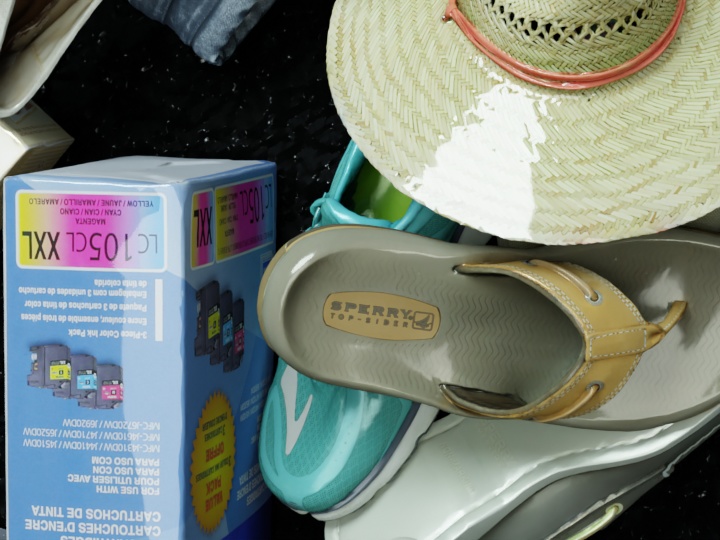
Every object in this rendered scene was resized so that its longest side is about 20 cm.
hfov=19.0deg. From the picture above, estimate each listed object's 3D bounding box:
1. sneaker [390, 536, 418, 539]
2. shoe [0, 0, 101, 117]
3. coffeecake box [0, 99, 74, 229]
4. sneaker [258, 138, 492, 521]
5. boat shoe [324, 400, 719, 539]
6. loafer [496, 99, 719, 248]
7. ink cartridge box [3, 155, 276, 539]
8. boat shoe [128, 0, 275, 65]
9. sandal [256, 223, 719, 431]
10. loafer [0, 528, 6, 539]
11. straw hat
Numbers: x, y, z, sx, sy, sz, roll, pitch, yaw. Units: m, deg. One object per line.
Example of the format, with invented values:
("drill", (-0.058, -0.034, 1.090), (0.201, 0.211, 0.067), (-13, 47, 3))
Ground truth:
("sneaker", (0.058, 0.159, 0.843), (0.093, 0.071, 0.201), (-16, 137, 2))
("shoe", (-0.095, -0.138, 0.806), (0.200, 0.070, 0.054), (-47, 52, 27))
("coffeecake box", (-0.248, -0.062, 0.895), (0.200, 0.073, 0.154), (42, 100, 1))
("sneaker", (0.000, 0.000, 0.856), (0.077, 0.079, 0.202), (21, 93, 32))
("boat shoe", (0.082, 0.073, 0.873), (0.201, 0.060, 0.072), (-32, 52, 7))
("loafer", (0.142, -0.050, 0.833), (0.199, 0.068, 0.076), (-36, 129, 8))
("ink cartridge box", (-0.084, 0.059, 0.854), (0.076, 0.136, 0.202), (4, 97, 13))
("boat shoe", (-0.032, -0.182, 0.858), (0.091, 0.071, 0.201), (39, 107, 2))
("sandal", (0.061, 0.022, 0.797), (0.198, 0.054, 0.081), (4, 100, -7))
("loafer", (-0.231, 0.133, 0.878), (0.198, 0.072, 0.064), (10, 61, -27))
("straw hat", (0.075, -0.116, 0.783), (0.199, 0.085, 0.202), (-2, 55, 3))
